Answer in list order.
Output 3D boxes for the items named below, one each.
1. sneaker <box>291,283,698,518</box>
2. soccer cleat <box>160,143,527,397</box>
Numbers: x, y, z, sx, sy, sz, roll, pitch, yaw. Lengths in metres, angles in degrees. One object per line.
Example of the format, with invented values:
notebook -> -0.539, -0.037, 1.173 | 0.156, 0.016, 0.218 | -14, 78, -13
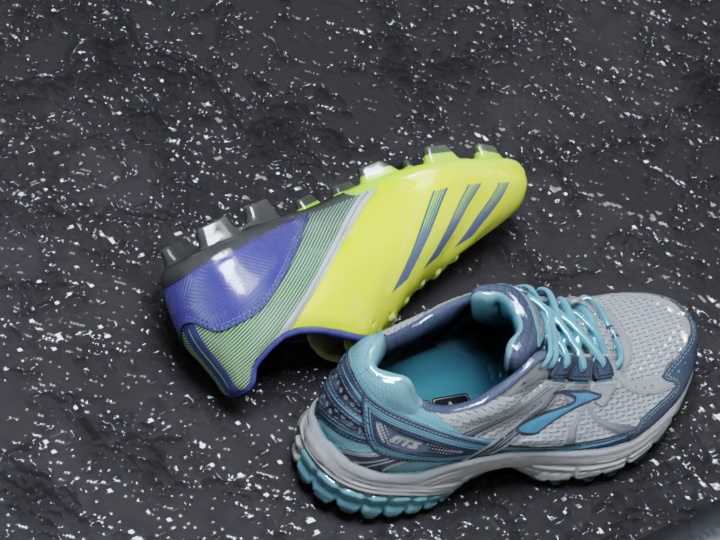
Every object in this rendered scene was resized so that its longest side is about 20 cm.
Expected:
sneaker -> 0.070, 0.043, 1.265 | 0.200, 0.086, 0.078 | -18, 56, -32
soccer cleat -> -0.001, 0.000, 1.315 | 0.200, 0.065, 0.084 | -20, 86, -39
